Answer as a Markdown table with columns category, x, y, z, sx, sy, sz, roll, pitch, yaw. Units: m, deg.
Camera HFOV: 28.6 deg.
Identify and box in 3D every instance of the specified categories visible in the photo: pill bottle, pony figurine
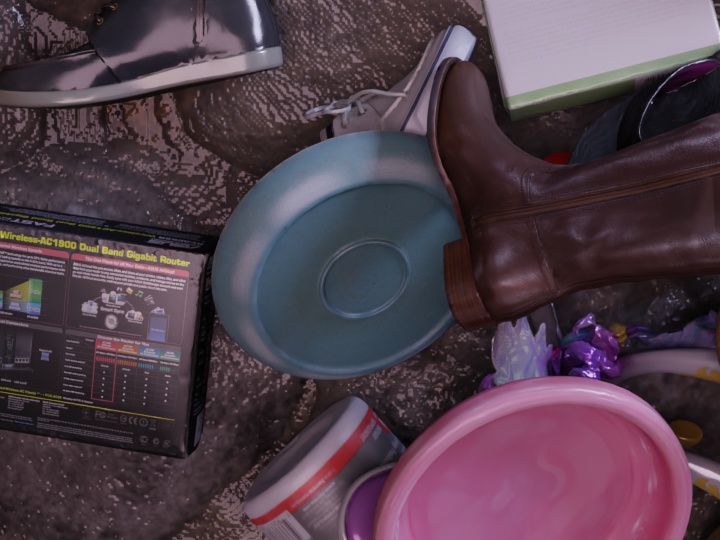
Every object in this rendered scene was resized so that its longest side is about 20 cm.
| category | x | y | z | sx | sy | sz | roll | pitch | yaw |
| --- | --- | --- | --- | --- | --- | --- | --- | --- | --- |
| pill bottle | 0.022 | 0.198 | 0.990 | 0.114 | 0.114 | 0.200 | -41 | 96 | 12 |
| pony figurine | 0.147 | 0.072 | 0.936 | 0.197 | 0.167 | 0.195 | 1 | 124 | 14 |

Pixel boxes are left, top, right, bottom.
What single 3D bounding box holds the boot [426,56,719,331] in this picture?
| category | x | y | z | sx | sy | sz | roll | pitch | yaw |
| --- | --- | --- | --- | --- | --- | --- | --- | --- | --- |
| boot | 0.141 | -0.068 | 0.825 | 0.198 | 0.064 | 0.189 | -17 | 67 | 29 |

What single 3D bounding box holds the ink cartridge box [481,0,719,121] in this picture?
| category | x | y | z | sx | sy | sz | roll | pitch | yaw |
| --- | --- | --- | --- | --- | --- | --- | --- | --- | --- |
| ink cartridge box | 0.144 | -0.214 | 0.927 | 0.144 | 0.048 | 0.202 | -13 | 83 | 8 |

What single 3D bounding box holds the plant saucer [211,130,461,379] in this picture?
| category | x | y | z | sx | sy | sz | roll | pitch | yaw |
| --- | --- | --- | --- | --- | --- | --- | --- | --- | --- |
| plant saucer | 0.000 | 0.000 | 0.940 | 0.198 | 0.028 | 0.202 | -11 | 128 | -14 |

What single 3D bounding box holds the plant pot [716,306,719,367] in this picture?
| category | x | y | z | sx | sy | sz | roll | pitch | yaw |
| --- | --- | --- | --- | --- | --- | --- | --- | --- | --- |
| plant pot | 0.323 | 0.045 | 0.856 | 0.198 | 0.186 | 0.189 | 9 | 104 | -20 |

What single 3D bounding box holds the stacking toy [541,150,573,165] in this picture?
| category | x | y | z | sx | sy | sz | roll | pitch | yaw |
| --- | --- | --- | --- | --- | --- | --- | --- | --- | --- |
| stacking toy | 0.203 | -0.075 | 0.915 | 0.198 | 0.085 | 0.086 | -21 | 99 | 2 |

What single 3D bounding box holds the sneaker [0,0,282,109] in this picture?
| category | x | y | z | sx | sy | sz | roll | pitch | yaw |
| --- | --- | --- | --- | --- | --- | --- | --- | --- | --- |
| sneaker | -0.158 | -0.172 | 0.960 | 0.198 | 0.075 | 0.108 | -11 | 96 | -1 |

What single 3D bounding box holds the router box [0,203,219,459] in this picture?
| category | x | y | z | sx | sy | sz | roll | pitch | yaw |
| --- | --- | --- | --- | --- | --- | --- | --- | --- | --- |
| router box | -0.204 | 0.040 | 1.007 | 0.197 | 0.062 | 0.152 | 9 | 103 | 4 |

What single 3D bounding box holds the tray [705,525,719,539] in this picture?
| category | x | y | z | sx | sy | sz | roll | pitch | yaw |
| --- | --- | --- | --- | --- | --- | --- | --- | --- | --- |
| tray | 0.292 | 0.189 | 0.933 | 0.098 | 0.037 | 0.201 | 19 | 147 | 2 |

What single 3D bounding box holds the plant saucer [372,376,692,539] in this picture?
| category | x | y | z | sx | sy | sz | roll | pitch | yaw |
| --- | --- | --- | --- | --- | --- | --- | --- | --- | --- |
| plant saucer | 0.102 | 0.144 | 0.864 | 0.198 | 0.051 | 0.203 | -5 | 120 | -9 |

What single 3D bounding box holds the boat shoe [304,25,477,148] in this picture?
| category | x | y | z | sx | sy | sz | roll | pitch | yaw |
| --- | --- | --- | --- | --- | --- | --- | --- | --- | --- |
| boat shoe | 0.000 | -0.089 | 0.960 | 0.086 | 0.075 | 0.203 | 31 | 113 | 3 |

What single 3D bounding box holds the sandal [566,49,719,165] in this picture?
| category | x | y | z | sx | sy | sz | roll | pitch | yaw |
| --- | --- | --- | --- | --- | --- | --- | --- | --- | --- |
| sandal | 0.203 | -0.099 | 0.861 | 0.200 | 0.048 | 0.076 | -36 | 65 | 2 |

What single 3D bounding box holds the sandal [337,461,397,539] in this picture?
| category | x | y | z | sx | sy | sz | roll | pitch | yaw |
| --- | --- | --- | --- | --- | --- | --- | --- | --- | --- |
| sandal | 0.079 | 0.167 | 0.936 | 0.201 | 0.050 | 0.083 | 11 | 64 | -28 |
